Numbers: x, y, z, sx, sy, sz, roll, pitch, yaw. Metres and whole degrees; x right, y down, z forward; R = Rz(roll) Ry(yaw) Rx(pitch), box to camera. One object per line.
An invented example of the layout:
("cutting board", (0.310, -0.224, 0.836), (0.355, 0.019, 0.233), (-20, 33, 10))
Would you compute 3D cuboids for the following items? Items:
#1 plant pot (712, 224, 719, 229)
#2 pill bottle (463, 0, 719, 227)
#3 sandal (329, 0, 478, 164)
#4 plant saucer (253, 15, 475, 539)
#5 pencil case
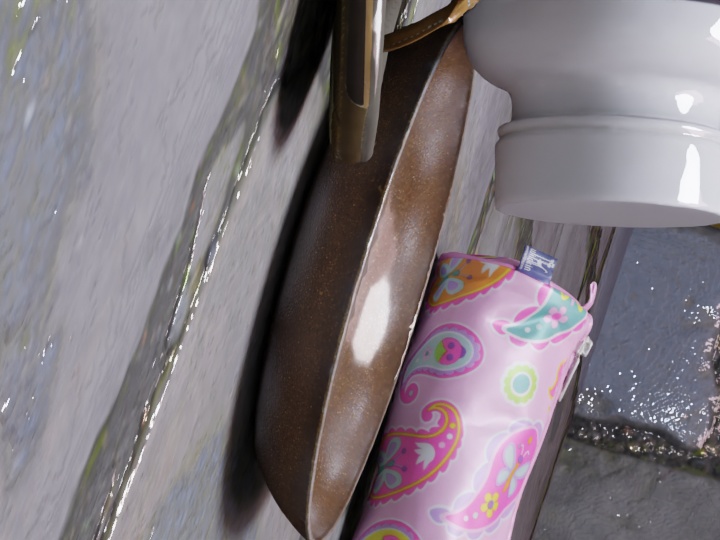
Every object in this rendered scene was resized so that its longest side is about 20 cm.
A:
("plant pot", (0.221, -0.131, 1.794), (0.200, 0.195, 0.195), (106, 5, -61))
("pill bottle", (0.093, -0.119, 1.026), (0.111, 0.111, 0.201), (39, 55, -82))
("sandal", (0.033, -0.125, 0.943), (0.082, 0.054, 0.200), (91, 17, -63))
("plant saucer", (0.000, 0.000, 1.068), (0.200, 0.032, 0.201), (18, 90, -82))
("pencil case", (0.050, 0.089, 1.413), (0.087, 0.087, 0.200), (65, 44, -79))
